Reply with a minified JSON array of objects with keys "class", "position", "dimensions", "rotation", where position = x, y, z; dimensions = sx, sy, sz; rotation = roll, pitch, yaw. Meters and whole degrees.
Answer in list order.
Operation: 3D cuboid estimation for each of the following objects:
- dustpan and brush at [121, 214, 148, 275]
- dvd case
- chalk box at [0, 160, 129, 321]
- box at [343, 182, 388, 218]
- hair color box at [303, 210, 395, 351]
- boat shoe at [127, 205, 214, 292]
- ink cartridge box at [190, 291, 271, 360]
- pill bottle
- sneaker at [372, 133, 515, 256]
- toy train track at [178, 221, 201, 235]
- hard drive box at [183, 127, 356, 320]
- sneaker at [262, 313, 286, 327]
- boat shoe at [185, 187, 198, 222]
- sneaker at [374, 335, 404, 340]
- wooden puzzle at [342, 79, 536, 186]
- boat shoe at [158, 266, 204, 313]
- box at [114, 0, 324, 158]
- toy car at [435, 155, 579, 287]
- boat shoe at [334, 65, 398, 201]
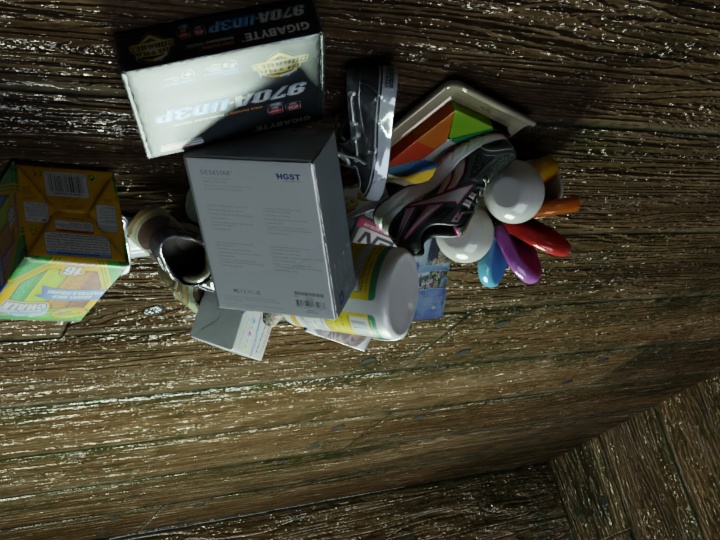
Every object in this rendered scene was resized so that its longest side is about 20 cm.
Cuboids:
[{"class":"dustpan and brush","position":[-0.302,-0.036,1.236],"dimensions":[0.138,0.058,0.200],"rotation":[-9,154,-17]},{"class":"dvd case","position":[0.065,-0.017,1.426],"dimensions":[0.141,0.018,0.202],"rotation":[-4,116,-22]},{"class":"chalk box","position":[-0.370,-0.018,1.149],"dimensions":[0.123,0.125,0.200],"rotation":[2,151,-37]},{"class":"box","position":[-0.059,-0.070,1.249],"dimensions":[0.198,0.042,0.039],"rotation":[-20,-174,-16]},{"class":"hair color box","position":[0.000,0.000,1.357],"dimensions":[0.099,0.061,0.202],"rotation":[20,104,-24]},{"class":"boat shoe","position":[-0.208,-0.011,1.222],"dimensions":[0.072,0.065,0.200],"rotation":[-44,146,0]},{"class":"ink cartridge box","position":[-0.169,0.061,1.430],"dimensions":[0.067,0.116,0.200],"rotation":[16,173,11]},{"class":"pill bottle","position":[-0.036,0.019,1.243],"dimensions":[0.198,0.114,0.113],"rotation":[6,167,24]},{"class":"sneaker","position":[0.119,-0.087,1.256],"dimensions":[0.199,0.087,0.080],"rotation":[-36,157,3]},{"class":"toy train track","position":[-0.176,-0.040,1.334],"dimensions":[0.114,0.033,0.200],"rotation":[24,169,9]},{"class":"hard drive box","position":[-0.097,-0.053,1.112],"dimensions":[0.154,0.077,0.202],"rotation":[5,125,19]},{"class":"sneaker","position":[-0.099,0.033,1.449],"dimensions":[0.076,0.070,0.200],"rotation":[-64,167,11]},{"class":"boat shoe","position":[-0.120,-0.107,1.188],"dimensions":[0.200,0.073,0.060],"rotation":[-22,160,30]},{"class":"sneaker","position":[0.016,0.053,1.561],"dimensions":[0.199,0.072,0.099],"rotation":[23,-164,37]},{"class":"wooden puzzle","position":[0.103,-0.158,1.261],"dimensions":[0.199,0.038,0.184],"rotation":[-31,154,32]},{"class":"boat shoe","position":[-0.246,0.009,1.374],"dimensions":[0.075,0.072,0.200],"rotation":[19,155,2]},{"class":"box","position":[-0.136,-0.192,1.005],"dimensions":[0.198,0.046,0.159],"rotation":[-13,157,-9]},{"class":"toy car","position":[0.212,-0.057,1.363],"dimensions":[0.200,0.151,0.175],"rotation":[-39,170,24]},{"class":"boat shoe","position":[0.002,-0.155,1.143],"dimensions":[0.067,0.074,0.200],"rotation":[4,150,-1]}]
